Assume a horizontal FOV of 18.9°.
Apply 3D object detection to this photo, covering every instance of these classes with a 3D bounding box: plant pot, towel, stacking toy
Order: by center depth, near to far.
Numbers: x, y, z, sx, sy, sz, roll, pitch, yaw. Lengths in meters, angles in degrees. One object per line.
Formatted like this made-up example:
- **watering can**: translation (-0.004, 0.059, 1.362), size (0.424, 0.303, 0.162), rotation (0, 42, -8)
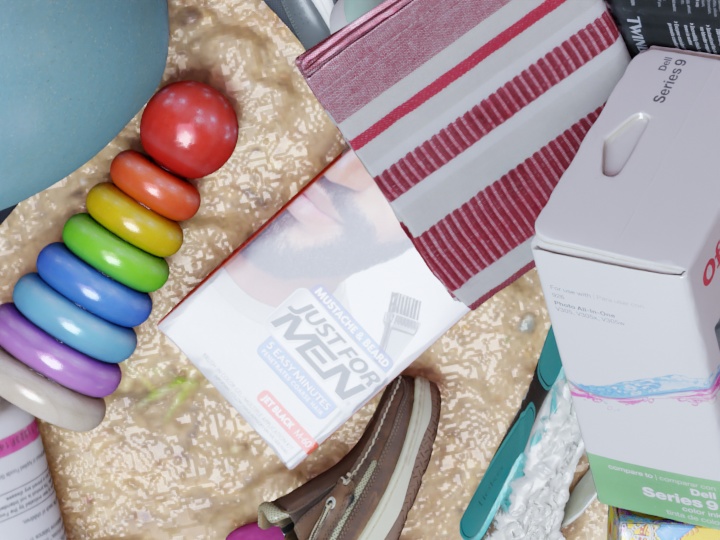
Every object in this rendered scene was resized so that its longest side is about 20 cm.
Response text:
- **towel**: translation (0.068, -0.079, 1.073), size (0.144, 0.023, 0.200), rotation (-35, 135, 0)
- **plant pot**: translation (-0.179, -0.129, 1.129), size (0.135, 0.200, 0.201), rotation (-10, 100, -29)
- **stacking toy**: translation (-0.134, -0.016, 1.189), size (0.085, 0.085, 0.200), rotation (30, 94, -1)

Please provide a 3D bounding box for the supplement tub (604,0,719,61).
- **supplement tub**: translation (0.226, -0.151, 1.060), size (0.200, 0.122, 0.123), rotation (11, 101, 32)

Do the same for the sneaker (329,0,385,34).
- **sneaker**: translation (0.097, -0.114, 1.111), size (0.200, 0.074, 0.118), rotation (24, 141, -24)

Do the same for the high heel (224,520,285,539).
- **high heel**: translation (0.014, 0.195, 1.198), size (0.200, 0.096, 0.067), rotation (26, 100, -1)

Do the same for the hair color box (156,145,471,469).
- **hair color box**: translation (0.000, 0.000, 1.185), size (0.200, 0.064, 0.111), rotation (-43, 94, 8)

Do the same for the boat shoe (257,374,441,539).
- **boat shoe**: translation (-0.018, 0.138, 1.166), size (0.075, 0.075, 0.203), rotation (23, 63, -3)

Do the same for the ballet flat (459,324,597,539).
- **ballet flat**: translation (0.119, 0.076, 1.192), size (0.072, 0.072, 0.200), rotation (24, 107, 0)

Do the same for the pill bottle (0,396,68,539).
- **pill bottle**: translation (-0.213, 0.179, 1.202), size (0.113, 0.113, 0.200), rotation (-13, 98, 6)

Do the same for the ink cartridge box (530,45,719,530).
- **ink cartridge box**: translation (0.164, 0.010, 1.081), size (0.087, 0.145, 0.200), rotation (10, 141, 30)

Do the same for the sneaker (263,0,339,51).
- **sneaker**: translation (-0.076, -0.190, 1.162), size (0.085, 0.074, 0.200), rotation (-34, 87, 14)

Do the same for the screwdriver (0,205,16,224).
- **screwdriver**: translation (-0.260, 0.016, 1.197), size (0.200, 0.029, 0.028), rotation (-45, 55, -10)

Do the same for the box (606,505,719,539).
- **box**: translation (0.229, 0.219, 1.175), size (0.192, 0.122, 0.200), rotation (2, 100, 3)
